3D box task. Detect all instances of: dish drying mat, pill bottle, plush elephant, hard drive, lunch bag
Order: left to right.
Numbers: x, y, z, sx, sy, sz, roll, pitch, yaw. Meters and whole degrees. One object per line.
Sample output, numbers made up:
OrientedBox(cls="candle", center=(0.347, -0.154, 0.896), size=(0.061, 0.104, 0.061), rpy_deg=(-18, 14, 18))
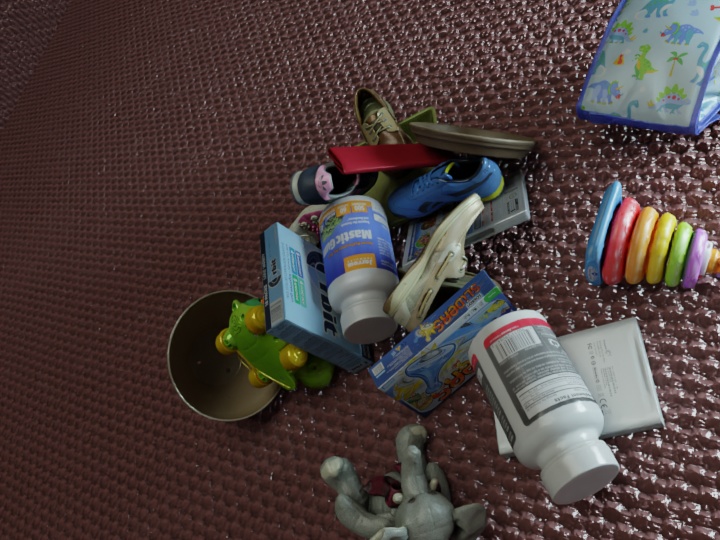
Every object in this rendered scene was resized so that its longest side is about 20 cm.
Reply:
OrientedBox(cls="pill bottle", center=(0.000, 0.000, 1.007), size=(0.110, 0.112, 0.204), rpy_deg=(-25, 55, 22))
OrientedBox(cls="dish drying mat", center=(0.052, -0.172, 1.029), size=(0.077, 0.195, 0.019), rpy_deg=(-128, 38, -50))
OrientedBox(cls="plush elephant", center=(0.059, 0.284, 0.814), size=(0.155, 0.161, 0.205), rpy_deg=(125, 133, -56))
OrientedBox(cls="pill bottle", center=(0.211, 0.156, 0.778), size=(0.110, 0.110, 0.203), rpy_deg=(-35, 49, 15))
OrientedBox(cls="hard drive", center=(0.260, 0.148, 0.839), size=(0.196, 0.026, 0.135), rpy_deg=(-20, 54, 27))
OrientedBox(cls="lunch bag", center=(0.408, -0.271, 0.902), size=(0.168, 0.128, 0.202), rpy_deg=(20, 68, 42))

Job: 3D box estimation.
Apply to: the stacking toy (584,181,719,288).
OrientedBox(cls="stacking toy", center=(0.380, -0.021, 0.811), size=(0.196, 0.116, 0.112), rpy_deg=(16, 74, 27))

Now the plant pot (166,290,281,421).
OrientedBox(cls="plant pot", center=(-0.231, 0.143, 1.123), size=(0.134, 0.197, 0.205), rpy_deg=(-18, 48, 65))

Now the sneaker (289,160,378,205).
OrientedBox(cls="sneaker", center=(-0.018, -0.142, 1.057), size=(0.081, 0.198, 0.072), rpy_deg=(-4, 105, 40))

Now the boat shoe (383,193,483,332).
OrientedBox(cls="boat shoe", center=(0.111, -0.010, 0.908), size=(0.064, 0.072, 0.202), rpy_deg=(36, 87, 7))

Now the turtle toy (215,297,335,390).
OrientedBox(cls="turtle toy", center=(-0.123, 0.114, 1.037), size=(0.145, 0.200, 0.102), rpy_deg=(-31, 17, 47))

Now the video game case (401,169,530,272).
OrientedBox(cls="video game case", center=(0.156, -0.075, 1.007), size=(0.196, 0.018, 0.144), rpy_deg=(-24, 25, 22))

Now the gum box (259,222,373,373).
OrientedBox(cls="gum box", center=(-0.066, 0.044, 1.024), size=(0.044, 0.199, 0.173), rpy_deg=(-30, 50, 26))

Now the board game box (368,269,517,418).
OrientedBox(cls="board game box", center=(0.122, 0.104, 0.895), size=(0.199, 0.135, 0.035), rpy_deg=(-42, 48, 10))

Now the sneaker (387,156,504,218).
OrientedBox(cls="sneaker", center=(0.116, -0.133, 1.012), size=(0.196, 0.078, 0.068), rpy_deg=(-9, 61, 34))

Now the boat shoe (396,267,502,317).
OrientedBox(cls="boat shoe", center=(0.121, 0.026, 0.994), size=(0.064, 0.074, 0.198), rpy_deg=(-30, 24, -31))

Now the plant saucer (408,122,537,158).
OrientedBox(cls="plant saucer", center=(0.168, -0.198, 1.016), size=(0.198, 0.197, 0.030), rpy_deg=(23, 112, 42))

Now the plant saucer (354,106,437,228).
OrientedBox(cls="plant saucer", center=(0.062, -0.153, 1.148), size=(0.196, 0.048, 0.205), rpy_deg=(-22, 54, 26))

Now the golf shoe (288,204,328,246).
OrientedBox(cls="golf shoe", center=(-0.071, -0.091, 1.166), size=(0.198, 0.075, 0.093), rpy_deg=(-20, 38, 55))

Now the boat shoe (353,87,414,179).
OrientedBox(cls="boat shoe", center=(0.032, -0.236, 1.134), size=(0.075, 0.074, 0.202), rpy_deg=(-37, 48, 13))
